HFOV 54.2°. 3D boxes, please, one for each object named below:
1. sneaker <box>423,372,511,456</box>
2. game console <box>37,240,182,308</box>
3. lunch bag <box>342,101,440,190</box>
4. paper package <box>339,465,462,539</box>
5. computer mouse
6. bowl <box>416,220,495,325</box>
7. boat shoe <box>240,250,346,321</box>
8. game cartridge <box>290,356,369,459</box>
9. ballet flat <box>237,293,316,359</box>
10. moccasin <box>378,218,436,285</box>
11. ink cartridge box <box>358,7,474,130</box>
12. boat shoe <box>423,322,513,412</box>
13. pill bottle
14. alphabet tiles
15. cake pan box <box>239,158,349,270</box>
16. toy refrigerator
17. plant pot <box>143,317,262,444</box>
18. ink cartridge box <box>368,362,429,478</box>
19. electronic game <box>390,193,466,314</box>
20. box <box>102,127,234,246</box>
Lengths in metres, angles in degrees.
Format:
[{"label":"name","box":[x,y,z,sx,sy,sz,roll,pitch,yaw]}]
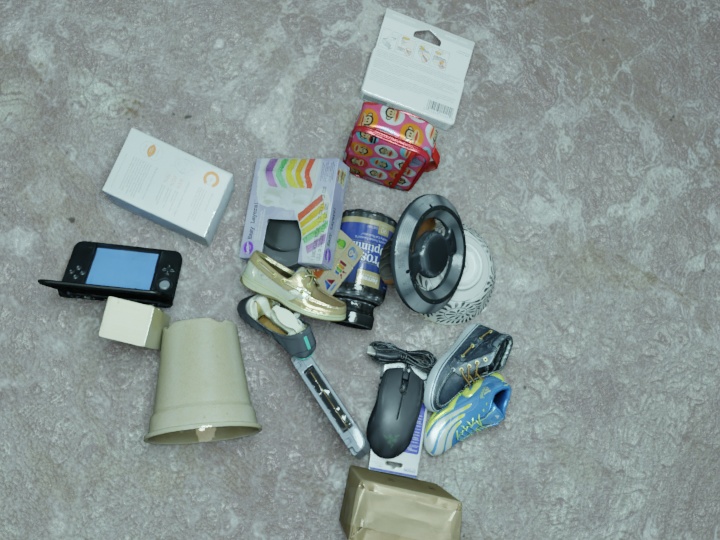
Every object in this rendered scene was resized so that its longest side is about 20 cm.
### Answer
[{"label":"sneaker","box":[0.200,0.264,1.287,0.076,0.105,0.201,46,78,-19]},{"label":"game console","box":[-0.415,-0.005,1.198,0.193,0.118,0.180,7,50,-6]},{"label":"lunch bag","box":[0.062,-0.220,1.293,0.171,0.200,0.084,19,75,-4]},{"label":"paper package","box":[0.064,0.414,1.204,0.185,0.200,0.107,14,80,-5]},{"label":"computer mouse","box":[0.063,0.235,1.266,0.134,0.053,0.206,13,80,-7]},{"label":"bowl","box":[0.178,-0.004,1.333,0.194,0.094,0.208,1,81,-8]},{"label":"boat shoe","box":[-0.109,0.026,1.205,0.195,0.074,0.068,22,103,2]},{"label":"game cartridge","box":[-0.050,0.235,1.237,0.041,0.133,0.202,-35,73,-3]},{"label":"ballet flat","box":[-0.150,0.079,1.222,0.198,0.073,0.074,32,77,36]},{"label":"moccasin","box":[0.089,-0.043,1.274,0.079,0.072,0.204,62,34,-31]},{"label":"ink cartridge box","box":[0.113,-0.398,1.402,0.195,0.045,0.181,18,81,-6]},{"label":"boat shoe","box":[0.197,0.180,1.284,0.201,0.089,0.072,-51,129,-25]},{"label":"pill bottle","box":[0.000,0.000,1.297,0.108,0.112,0.206,12,80,-6]},{"label":"alphabet tiles","box":[-0.106,-0.003,1.279,0.167,0.008,0.202,41,96,27]},{"label":"cake pan box","box":[-0.122,-0.102,1.281,0.179,0.052,0.207,5,79,28]},{"label":"toy refrigerator","box":[-0.373,0.090,1.184,0.074,0.200,0.072,13,80,-5]},{"label":"plant pot","box":[-0.271,0.187,1.204,0.194,0.201,0.189,-4,72,-9]},{"label":"ink cartridge box","box":[0.073,0.272,1.307,0.096,0.039,0.206,12,79,-7]},{"label":"electronic game","box":[0.120,-0.028,1.210,0.197,0.041,0.207,-8,101,-46]},{"label":"box","box":[-0.341,-0.147,1.274,0.195,0.097,0.127,24,79,-4]}]
